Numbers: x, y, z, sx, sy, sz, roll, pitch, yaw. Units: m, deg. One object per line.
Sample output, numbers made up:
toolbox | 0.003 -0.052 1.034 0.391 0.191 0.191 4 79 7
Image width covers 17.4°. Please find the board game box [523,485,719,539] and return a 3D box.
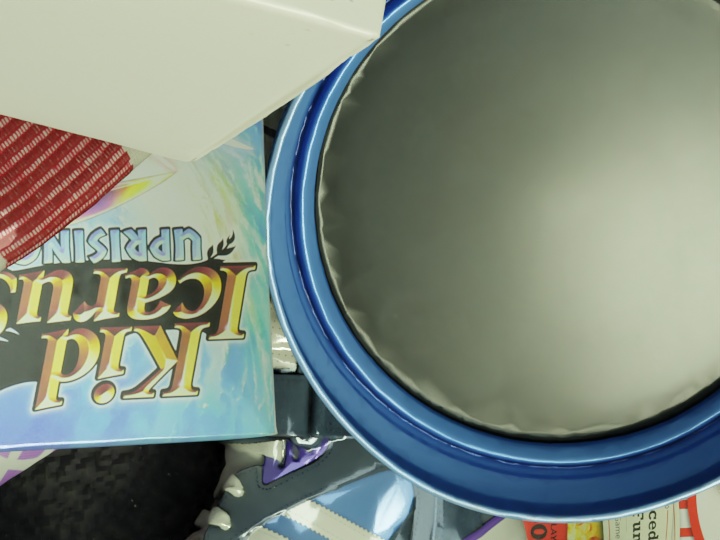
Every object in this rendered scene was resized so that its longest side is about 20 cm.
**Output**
board game box | 0.142 0.087 0.961 0.199 0.046 0.153 0 91 -25

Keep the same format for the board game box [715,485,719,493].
board game box | 0.235 0.089 0.959 0.135 0.034 0.200 -48 109 -16

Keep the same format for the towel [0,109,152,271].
towel | -0.092 -0.102 0.690 0.200 0.023 0.144 -42 98 -24

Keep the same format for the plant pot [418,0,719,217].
plant pot | 0.020 -0.115 0.845 0.199 0.187 0.188 21 82 -11

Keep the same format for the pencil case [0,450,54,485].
pencil case | -0.158 0.045 0.808 0.199 0.084 0.086 -32 80 -20

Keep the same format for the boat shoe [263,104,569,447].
boat shoe | 0.000 0.000 0.822 0.200 0.072 0.066 35 73 -12

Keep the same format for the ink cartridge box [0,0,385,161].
ink cartridge box | -0.072 -0.154 0.615 0.146 0.145 0.201 13 76 -20

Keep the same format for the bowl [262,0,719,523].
bowl | 0.068 -0.017 0.763 0.199 0.039 0.202 0 108 0

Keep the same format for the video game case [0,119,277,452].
video game case | -0.126 -0.035 0.710 0.199 0.045 0.183 -2 89 -23

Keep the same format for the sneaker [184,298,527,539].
sneaker | -0.046 0.081 0.868 0.199 0.081 0.147 -27 91 -16
